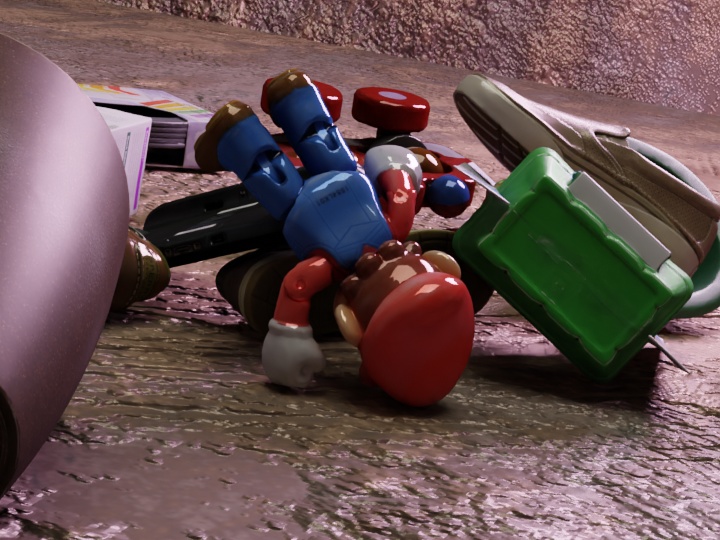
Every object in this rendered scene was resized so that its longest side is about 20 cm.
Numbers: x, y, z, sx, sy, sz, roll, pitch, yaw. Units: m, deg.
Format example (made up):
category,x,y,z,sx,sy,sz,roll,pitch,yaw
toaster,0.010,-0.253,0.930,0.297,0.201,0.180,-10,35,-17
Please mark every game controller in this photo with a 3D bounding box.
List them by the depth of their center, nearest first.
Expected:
category,x,y,z,sx,sy,sz,roll,pitch,yaw
game controller,-0.080,-0.028,1.099,0.200,0.042,0.104,-12,21,39

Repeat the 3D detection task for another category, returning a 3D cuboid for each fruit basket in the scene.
category,x,y,z,sx,sy,sz,roll,pitch,yaw
fruit basket,0.137,-0.011,1.100,0.185,0.094,0.200,43,12,3

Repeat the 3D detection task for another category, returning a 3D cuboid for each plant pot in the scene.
category,x,y,z,sx,sy,sz,roll,pitch,yaw
plant pot,-0.184,0.019,0.710,0.186,0.187,0.200,6,27,-13

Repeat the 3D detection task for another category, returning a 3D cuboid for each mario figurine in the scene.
category,x,y,z,sx,sy,sz,roll,pitch,yaw
mario figurine,-0.013,-0.007,0.983,0.200,0.123,0.106,56,17,13

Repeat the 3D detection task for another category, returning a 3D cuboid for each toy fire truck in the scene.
category,x,y,z,sx,sy,sz,roll,pitch,yaw
toy fire truck,0.005,-0.076,1.386,0.199,0.112,0.168,2,20,-27

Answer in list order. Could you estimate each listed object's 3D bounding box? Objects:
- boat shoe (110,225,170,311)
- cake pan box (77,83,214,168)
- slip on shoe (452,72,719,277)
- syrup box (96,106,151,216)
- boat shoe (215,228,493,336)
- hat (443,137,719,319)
category,x,y,z,sx,sy,sz,roll,pitch,yaw
boat shoe,-0.200,-0.022,1.097,0.068,0.072,0.200,2,23,-46
cake pan box,-0.235,-0.137,1.630,0.184,0.052,0.200,0,15,-27
slip on shoe,0.152,-0.072,1.143,0.200,0.061,0.076,37,-9,-2
syrup box,-0.225,-0.070,1.251,0.078,0.082,0.200,13,12,11
boat shoe,-0.001,0.001,1.108,0.200,0.072,0.066,-6,24,-37
hat,0.175,0.005,1.347,0.165,0.176,0.200,6,50,-21
